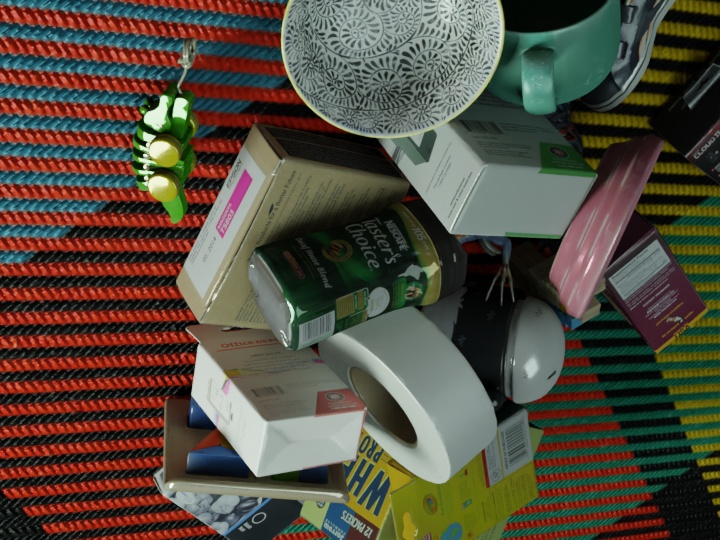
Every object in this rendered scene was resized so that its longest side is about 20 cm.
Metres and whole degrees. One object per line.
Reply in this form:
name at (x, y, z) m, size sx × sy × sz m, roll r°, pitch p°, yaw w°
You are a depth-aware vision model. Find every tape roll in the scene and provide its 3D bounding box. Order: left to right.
tape roll at (0.046, 0.120, 1.578) m, size 0.071 × 0.202 × 0.203 m, roll -39°, pitch 140°, yaw -19°

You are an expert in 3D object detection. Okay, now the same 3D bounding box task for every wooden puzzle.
wooden puzzle at (-0.109, 0.173, 1.583) m, size 0.185 × 0.200 × 0.046 m, roll 5°, pitch 110°, yaw -9°

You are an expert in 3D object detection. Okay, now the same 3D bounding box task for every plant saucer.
plant saucer at (0.244, -0.051, 1.555) m, size 0.201 × 0.051 × 0.201 m, roll -62°, pitch 171°, yaw -17°

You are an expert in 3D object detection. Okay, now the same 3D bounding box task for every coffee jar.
coffee jar at (0.000, 0.000, 1.491) m, size 0.200 × 0.104 × 0.085 m, roll -18°, pitch 138°, yaw -21°

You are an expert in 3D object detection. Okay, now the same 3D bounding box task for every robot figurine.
robot figurine at (0.127, 0.082, 1.707) m, size 0.125 × 0.200 × 0.151 m, roll 27°, pitch 70°, yaw -76°

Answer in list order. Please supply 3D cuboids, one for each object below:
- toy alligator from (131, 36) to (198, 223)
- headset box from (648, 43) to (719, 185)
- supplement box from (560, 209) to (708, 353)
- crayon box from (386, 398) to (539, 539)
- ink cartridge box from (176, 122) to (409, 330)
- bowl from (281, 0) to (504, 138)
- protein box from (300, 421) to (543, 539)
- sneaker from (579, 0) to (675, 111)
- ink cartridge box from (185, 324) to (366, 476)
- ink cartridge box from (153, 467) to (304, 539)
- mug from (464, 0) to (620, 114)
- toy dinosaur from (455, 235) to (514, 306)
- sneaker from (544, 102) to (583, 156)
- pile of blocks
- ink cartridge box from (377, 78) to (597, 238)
toy alligator at (-0.182, -0.131, 1.405) m, size 0.054 × 0.059 × 0.200 m, roll 13°, pitch 128°, yaw 7°
headset box at (0.438, -0.175, 1.765) m, size 0.200 × 0.077 × 0.149 m, roll 27°, pitch 108°, yaw -44°
supplement box at (0.318, -0.004, 1.808) m, size 0.086 × 0.110 × 0.200 m, roll -41°, pitch 137°, yaw 3°
crayon box at (0.103, 0.238, 1.695) m, size 0.200 × 0.051 × 0.127 m, roll -27°, pitch 123°, yaw -29°
ink cartridge box at (-0.069, -0.037, 1.544) m, size 0.165 × 0.075 × 0.200 m, roll 10°, pitch 121°, yaw -38°
bowl at (0.025, -0.230, 1.405) m, size 0.200 × 0.094 × 0.201 m, roll -3°, pitch 122°, yaw -5°
protein box at (0.072, 0.236, 1.795) m, size 0.200 × 0.135 × 0.199 m, roll 17°, pitch 97°, yaw -42°
sneaker at (0.267, -0.263, 1.573) m, size 0.079 × 0.078 × 0.200 m, roll 15°, pitch 106°, yaw -47°
ink cartridge box at (-0.095, 0.123, 1.569) m, size 0.116 × 0.200 × 0.068 m, roll -5°, pitch 119°, yaw -30°
ink cartridge box at (-0.107, 0.222, 1.770) m, size 0.200 × 0.043 × 0.198 m, roll -42°, pitch 138°, yaw 2°
mug at (0.165, -0.221, 1.473) m, size 0.185 × 0.152 × 0.114 m, roll -46°, pitch 145°, yaw -29°
toy dinosaur at (0.138, -0.067, 1.687) m, size 0.181 × 0.105 × 0.200 m, roll -13°, pitch 98°, yaw -12°
sneaker at (0.200, -0.149, 1.580) m, size 0.079 × 0.096 × 0.200 m, roll -15°, pitch 108°, yaw -16°
pile of blocks at (0.233, 0.018, 1.720) m, size 0.062 × 0.200 × 0.082 m, roll -29°, pitch 112°, yaw -10°
ink cartridge box at (0.111, -0.125, 1.498) m, size 0.146 × 0.200 × 0.084 m, roll 2°, pitch 128°, yaw -35°
